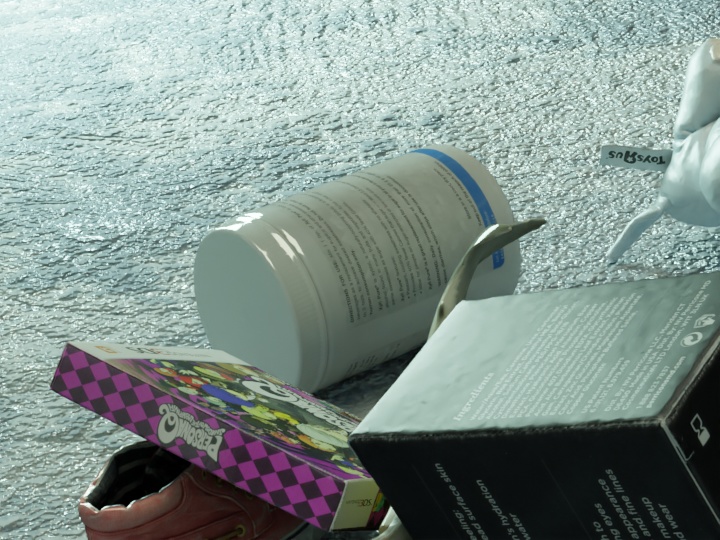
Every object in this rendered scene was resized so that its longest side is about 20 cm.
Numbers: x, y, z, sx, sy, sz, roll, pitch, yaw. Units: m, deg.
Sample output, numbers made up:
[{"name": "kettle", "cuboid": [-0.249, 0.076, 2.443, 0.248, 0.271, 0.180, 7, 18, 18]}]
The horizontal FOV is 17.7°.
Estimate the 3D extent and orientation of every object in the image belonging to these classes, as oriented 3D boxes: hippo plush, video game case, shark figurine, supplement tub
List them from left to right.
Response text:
[{"name": "video game case", "cuboid": [-0.053, 0.095, 1.347, 0.199, 0.036, 0.181, 24, 8, 26]}, {"name": "supplement tub", "cuboid": [0.000, 0.000, 1.595, 0.199, 0.133, 0.132, -21, 28, -33]}, {"name": "shark figurine", "cuboid": [0.079, 0.076, 1.448, 0.128, 0.215, 0.089, -24, -29, 32]}, {"name": "hippo plush", "cuboid": [0.281, -0.093, 1.656, 0.199, 0.160, 0.161, -5, 1, -3]}]

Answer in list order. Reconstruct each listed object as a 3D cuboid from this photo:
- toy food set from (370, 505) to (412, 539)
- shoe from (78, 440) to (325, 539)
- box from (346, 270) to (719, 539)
[{"name": "toy food set", "cuboid": [0.017, 0.160, 1.219, 0.060, 0.144, 0.200, 1, 25, 16]}, {"name": "shoe", "cuboid": [-0.087, 0.135, 1.361, 0.071, 0.091, 0.200, 14, 31, 37]}, {"name": "box", "cuboid": [0.135, 0.114, 1.100, 0.199, 0.197, 0.118, -8, 33, 45]}]
